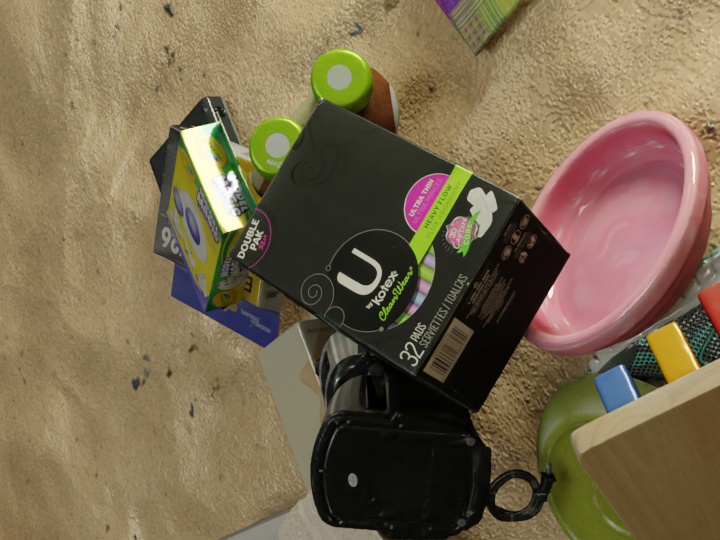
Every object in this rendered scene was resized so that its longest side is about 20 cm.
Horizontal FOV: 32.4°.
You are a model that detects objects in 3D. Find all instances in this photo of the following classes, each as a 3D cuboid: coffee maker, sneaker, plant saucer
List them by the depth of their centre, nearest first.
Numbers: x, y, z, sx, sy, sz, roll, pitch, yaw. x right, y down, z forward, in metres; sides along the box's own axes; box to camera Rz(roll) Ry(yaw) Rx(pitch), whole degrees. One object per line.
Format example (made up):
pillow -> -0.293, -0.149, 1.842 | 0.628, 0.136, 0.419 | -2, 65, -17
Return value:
sneaker -> 0.253, 0.059, 0.938 | 0.200, 0.077, 0.092 | -47, 66, 41
plant saucer -> 0.196, -0.023, 0.950 | 0.201, 0.050, 0.202 | -45, 29, 34
plant saucer -> 0.213, 0.178, 0.976 | 0.199, 0.031, 0.203 | 27, 131, 35
coffee maker -> 0.051, 0.137, 1.075 | 0.136, 0.190, 0.200 | -61, 9, 20

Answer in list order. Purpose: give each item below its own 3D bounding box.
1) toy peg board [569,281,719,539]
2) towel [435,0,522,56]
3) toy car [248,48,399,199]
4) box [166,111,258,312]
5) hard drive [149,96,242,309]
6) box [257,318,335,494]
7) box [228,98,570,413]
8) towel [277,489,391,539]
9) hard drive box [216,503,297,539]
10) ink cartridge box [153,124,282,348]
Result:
toy peg board -> 0.250, 0.089, 0.830 | 0.197, 0.200, 0.099 | -28, 44, 12
towel -> 0.097, -0.311, 1.099 | 0.144, 0.023, 0.202 | -47, 62, 38
toy car -> 0.014, -0.074, 1.123 | 0.200, 0.164, 0.158 | 43, 88, 8
box -> -0.142, -0.054, 1.203 | 0.118, 0.048, 0.201 | 65, 156, 20
hard drive -> -0.166, -0.073, 1.398 | 0.139, 0.033, 0.202 | -39, 66, 42
box -> -0.017, 0.151, 1.221 | 0.078, 0.094, 0.202 | -37, 69, 42
box -> 0.029, -0.012, 0.948 | 0.199, 0.124, 0.150 | 31, 87, 34
towel -> 0.007, 0.283, 1.135 | 0.200, 0.034, 0.133 | 50, 132, 16
hard drive box -> -0.060, 0.331, 1.298 | 0.199, 0.076, 0.158 | -31, 72, 45
ink cartridge box -> -0.151, -0.036, 1.331 | 0.196, 0.047, 0.203 | 23, 109, 42
